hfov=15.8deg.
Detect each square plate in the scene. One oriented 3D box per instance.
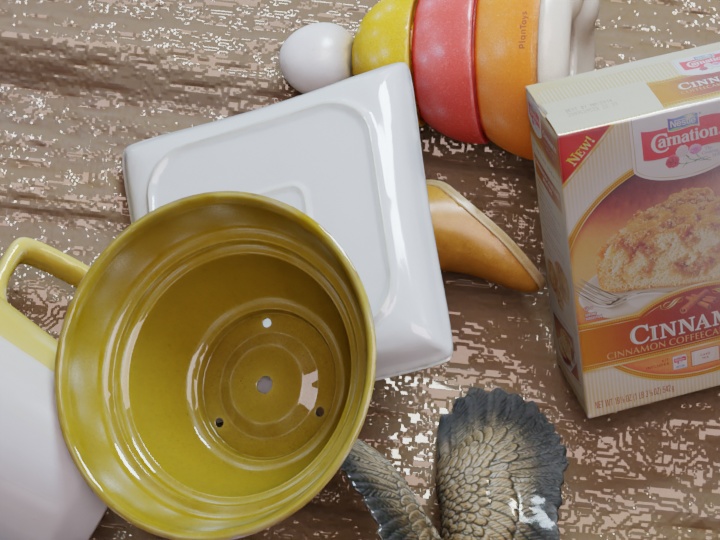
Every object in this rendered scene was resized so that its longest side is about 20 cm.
[{"bbox_3d":[-0.052,-0.016,1.574,0.198,0.028,0.200,-15,66,16],"label":"square plate"}]

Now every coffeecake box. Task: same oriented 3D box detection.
[{"bbox_3d":[0.191,-0.027,1.575,0.153,0.073,0.200,-13,121,-7],"label":"coffeecake box"}]

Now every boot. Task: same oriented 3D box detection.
[{"bbox_3d":[0.000,0.000,1.621,0.201,0.071,0.144,35,82,11],"label":"boot"}]

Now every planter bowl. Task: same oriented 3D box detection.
[{"bbox_3d":[-0.069,0.061,1.491,0.200,0.083,0.201,-5,77,22],"label":"planter bowl"}]

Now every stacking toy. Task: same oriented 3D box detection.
[{"bbox_3d":[0.046,-0.138,1.636,0.200,0.146,0.146,3,76,13],"label":"stacking toy"}]

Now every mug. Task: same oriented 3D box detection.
[{"bbox_3d":[-0.206,0.081,1.546,0.153,0.149,0.187,29,88,-5],"label":"mug"}]

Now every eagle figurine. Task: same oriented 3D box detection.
[{"bbox_3d":[0.046,0.163,1.552,0.151,0.152,0.200,-6,81,16],"label":"eagle figurine"}]
